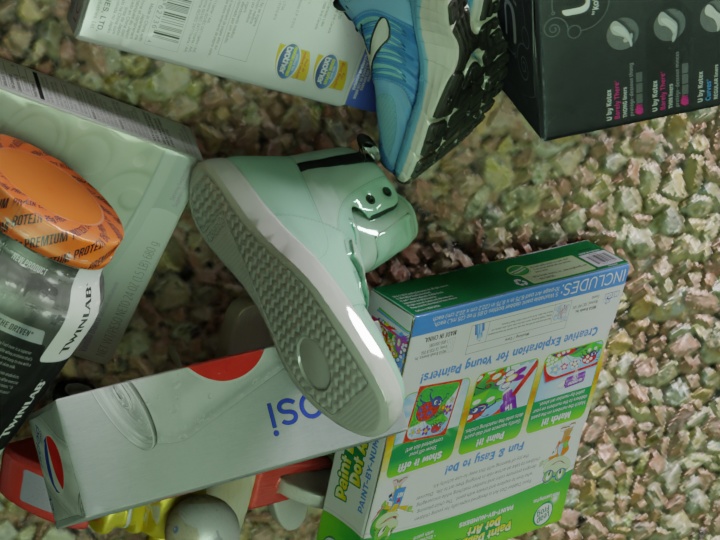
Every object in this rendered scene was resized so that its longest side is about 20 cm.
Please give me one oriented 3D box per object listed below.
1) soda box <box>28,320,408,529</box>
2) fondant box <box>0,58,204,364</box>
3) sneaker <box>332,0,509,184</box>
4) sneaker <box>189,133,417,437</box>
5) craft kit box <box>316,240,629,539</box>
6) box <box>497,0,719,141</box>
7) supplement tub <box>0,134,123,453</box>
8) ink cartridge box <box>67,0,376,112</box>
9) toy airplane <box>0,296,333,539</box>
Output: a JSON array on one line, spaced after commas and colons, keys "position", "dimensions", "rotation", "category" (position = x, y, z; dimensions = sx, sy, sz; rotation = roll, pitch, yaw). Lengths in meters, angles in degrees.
[{"position": [-0.079, 0.085, 1.125], "dimensions": [0.200, 0.063, 0.068], "rotation": [-13, 84, -25], "category": "soda box"}, {"position": [-0.210, -0.043, 1.156], "dimensions": [0.200, 0.058, 0.145], "rotation": [19, 110, -23], "category": "fondant box"}, {"position": [0.031, -0.138, 1.130], "dimensions": [0.078, 0.090, 0.200], "rotation": [-39, 150, -36], "category": "sneaker"}, {"position": [0.000, -0.001, 1.117], "dimensions": [0.118, 0.201, 0.074], "rotation": [-14, 142, -30], "category": "sneaker"}, {"position": [0.071, 0.090, 1.266], "dimensions": [0.200, 0.048, 0.198], "rotation": [-11, 120, -42], "category": "craft kit box"}, {"position": [0.178, -0.162, 1.167], "dimensions": [0.199, 0.122, 0.106], "rotation": [-12, 120, -10], "category": "box"}, {"position": [-0.221, 0.033, 1.089], "dimensions": [0.122, 0.123, 0.200], "rotation": [29, 108, -27], "category": "supplement tub"}, {"position": [-0.055, -0.167, 1.146], "dimensions": [0.199, 0.042, 0.120], "rotation": [13, 112, -20], "category": "ink cartridge box"}, {"position": [-0.094, 0.137, 1.234], "dimensions": [0.199, 0.141, 0.200], "rotation": [-34, 120, 2], "category": "toy airplane"}]
